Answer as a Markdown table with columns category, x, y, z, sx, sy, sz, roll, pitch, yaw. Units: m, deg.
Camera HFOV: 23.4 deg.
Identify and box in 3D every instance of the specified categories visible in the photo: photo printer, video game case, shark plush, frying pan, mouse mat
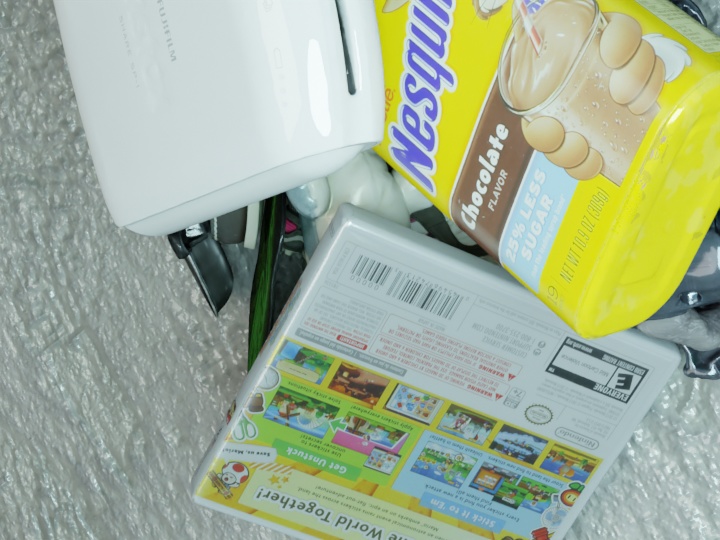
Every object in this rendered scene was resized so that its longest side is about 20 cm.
| category | x | y | z | sx | sy | sz | roll | pitch | yaw |
| --- | --- | --- | --- | --- | --- | --- | --- | --- | --- |
| photo printer | -0.067 | -0.114 | 0.822 | 0.199 | 0.069 | 0.168 | -14 | 89 | 53 |
| video game case | 0.038 | 0.077 | 0.899 | 0.183 | 0.198 | 0.023 | -60 | 20 | 23 |
| shark plush | 0.000 | 0.000 | 0.923 | 0.083 | 0.090 | 0.202 | 12 | 118 | 61 |
| frying pan | -0.109 | -0.036 | 1.031 | 0.116 | 0.031 | 0.190 | 61 | 173 | 15 |
| mouse mat | -0.055 | 0.007 | 0.986 | 0.007 | 0.162 | 0.201 | 5 | 128 | -6 |

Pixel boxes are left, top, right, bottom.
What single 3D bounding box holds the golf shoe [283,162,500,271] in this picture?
| category | x | y | z | sx | sy | sz | roll | pitch | yaw |
| --- | --- | --- | --- | --- | --- | --- | --- | --- | --- |
| golf shoe | 0.035 | -0.018 | 0.950 | 0.199 | 0.077 | 0.089 | 29 | 116 | 31 |

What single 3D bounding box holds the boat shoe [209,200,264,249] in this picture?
| category | x | y | z | sx | sy | sz | roll | pitch | yaw |
| --- | --- | --- | --- | --- | --- | --- | --- | --- | --- |
| boat shoe | -0.085 | -0.106 | 0.970 | 0.060 | 0.072 | 0.203 | -3 | 116 | -4 |

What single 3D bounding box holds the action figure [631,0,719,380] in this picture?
| category | x | y | z | sx | sy | sz | roll | pitch | yaw |
| --- | --- | --- | --- | --- | --- | --- | --- | --- | --- |
| action figure | 0.168 | -0.041 | 0.811 | 0.192 | 0.104 | 0.202 | -13 | 97 | 33 |

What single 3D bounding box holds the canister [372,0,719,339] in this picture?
| category | x | y | z | sx | sy | sz | roll | pitch | yaw |
| --- | --- | --- | --- | --- | --- | --- | --- | --- | --- |
| canister | 0.073 | -0.084 | 0.787 | 0.200 | 0.086 | 0.150 | 43 | 129 | 32 |
